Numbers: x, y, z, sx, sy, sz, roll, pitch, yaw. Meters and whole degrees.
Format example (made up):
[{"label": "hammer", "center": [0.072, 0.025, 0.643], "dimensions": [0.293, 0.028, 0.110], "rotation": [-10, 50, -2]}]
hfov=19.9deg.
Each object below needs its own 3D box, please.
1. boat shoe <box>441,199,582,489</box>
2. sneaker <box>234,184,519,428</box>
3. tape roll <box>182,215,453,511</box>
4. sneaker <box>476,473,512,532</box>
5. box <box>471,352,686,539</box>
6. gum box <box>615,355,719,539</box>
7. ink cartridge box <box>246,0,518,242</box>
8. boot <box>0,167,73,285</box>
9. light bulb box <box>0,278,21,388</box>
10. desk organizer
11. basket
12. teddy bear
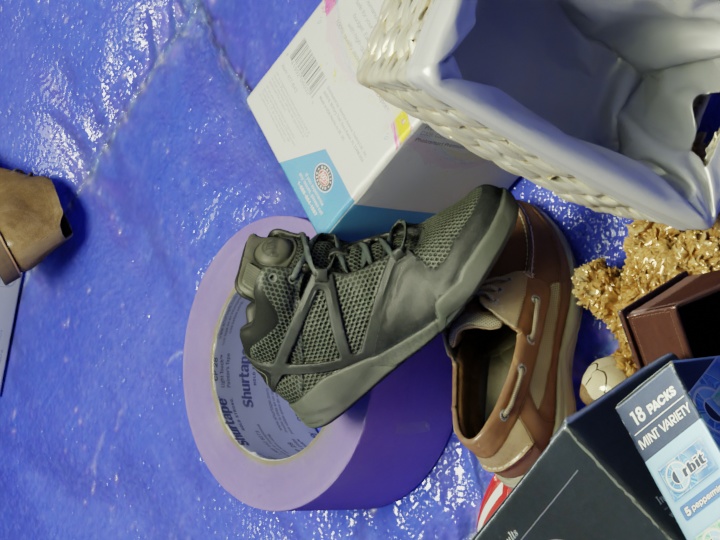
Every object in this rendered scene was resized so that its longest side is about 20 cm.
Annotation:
[{"label": "boat shoe", "center": [0.090, 0.035, 1.262], "dimensions": [0.076, 0.072, 0.200], "rotation": [-32, 44, 35]}, {"label": "sneaker", "center": [0.000, 0.000, 1.250], "dimensions": [0.199, 0.114, 0.076], "rotation": [-40, 17, 24]}, {"label": "tape roll", "center": [-0.029, 0.064, 1.405], "dimensions": [0.200, 0.085, 0.201], "rotation": [-5, 83, 46]}, {"label": "sneaker", "center": [0.134, 0.149, 1.228], "dimensions": [0.200, 0.078, 0.116], "rotation": [-33, 64, 39]}, {"label": "box", "center": [0.165, 0.173, 1.049], "dimensions": [0.200, 0.107, 0.149], "rotation": [47, 132, 15]}, {"label": "gum box", "center": [0.227, 0.129, 0.940], "dimensions": [0.045, 0.170, 0.200], "rotation": [-46, 61, 37]}, {"label": "ink cartridge box", "center": [0.048, -0.125, 1.309], "dimensions": [0.200, 0.125, 0.129], "rotation": [-48, 54, 32]}, {"label": "boot", "center": [-0.296, -0.058, 1.732], "dimensions": [0.200, 0.075, 0.074], "rotation": [49, 165, 53]}, {"label": "light bulb box", "center": [-0.431, 0.025, 1.759], "dimensions": [0.198, 0.200, 0.125], "rotation": [19, 100, 46]}, {"label": "desk organizer", "center": [0.218, 0.098, 1.096], "dimensions": [0.077, 0.072, 0.201], "rotation": [-14, 98, 42]}, {"label": "basket", "center": [0.113, -0.120, 1.150], "dimensions": [0.123, 0.200, 0.136], "rotation": [3, 68, 67]}, {"label": "teddy bear", "center": [0.179, 0.016, 1.198], "dimensions": [0.145, 0.067, 0.200], "rotation": [51, 121, 39]}]
